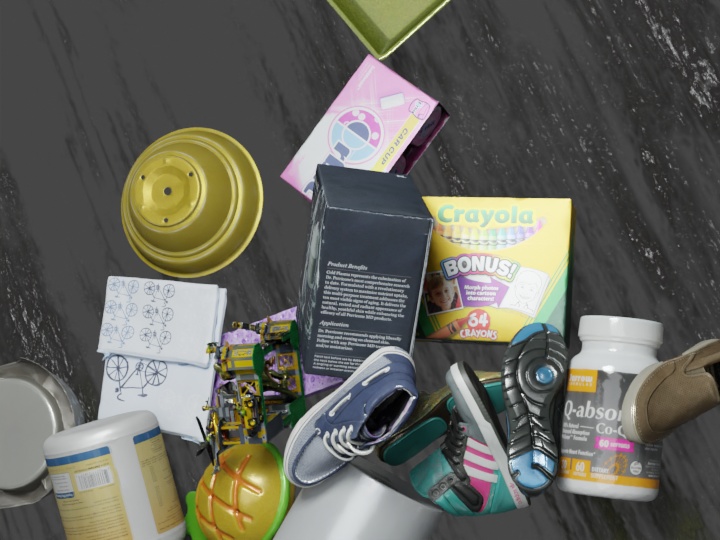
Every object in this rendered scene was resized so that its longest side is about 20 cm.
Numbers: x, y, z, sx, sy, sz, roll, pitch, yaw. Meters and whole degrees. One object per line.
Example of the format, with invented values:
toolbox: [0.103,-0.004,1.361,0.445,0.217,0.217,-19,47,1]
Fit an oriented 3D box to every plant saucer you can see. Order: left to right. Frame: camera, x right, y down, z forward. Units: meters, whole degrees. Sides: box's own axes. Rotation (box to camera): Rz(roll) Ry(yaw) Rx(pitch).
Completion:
plant saucer: [0.045,-0.393,1.732,0.200,0.048,0.200,-41,74,7]

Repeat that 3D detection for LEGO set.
LEGO set: [-0.146,0.136,1.618,0.116,0.200,0.154,-4,106,16]

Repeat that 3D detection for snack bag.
snack bag: [-0.260,0.111,1.740,0.188,0.021,0.200,6,87,31]

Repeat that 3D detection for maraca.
maraca: [-0.154,0.287,1.668,0.200,0.107,0.137,-42,49,31]

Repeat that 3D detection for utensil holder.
utensil holder: [-0.018,0.327,1.587,0.170,0.170,0.200,29,90,18]

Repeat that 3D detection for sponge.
sponge: [-0.124,0.120,1.718,0.200,0.030,0.112,-21,77,13]

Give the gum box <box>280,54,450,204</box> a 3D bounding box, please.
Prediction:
gum box: [0.003,-0.150,1.700,0.113,0.066,0.200,38,94,19]

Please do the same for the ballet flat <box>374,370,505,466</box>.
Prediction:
ballet flat: [0.101,0.161,1.635,0.200,0.071,0.071,-30,75,8]

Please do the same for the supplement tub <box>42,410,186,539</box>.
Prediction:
supplement tub: [-0.296,0.283,1.676,0.145,0.145,0.200,-14,91,14]

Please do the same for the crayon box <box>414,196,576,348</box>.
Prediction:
crayon box: [0.152,0.002,1.639,0.200,0.058,0.173,2,83,16]

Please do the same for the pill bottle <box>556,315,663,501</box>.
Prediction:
pill bottle: [0.287,0.155,1.549,0.116,0.116,0.200,4,84,17]

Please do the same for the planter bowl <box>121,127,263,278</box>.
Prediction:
planter bowl: [-0.232,-0.095,1.753,0.200,0.083,0.201,-3,81,16]

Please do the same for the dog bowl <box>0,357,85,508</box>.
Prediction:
dog bowl: [-0.449,0.213,1.785,0.200,0.059,0.200,-3,81,16]

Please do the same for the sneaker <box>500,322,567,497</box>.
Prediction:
sneaker: [0.192,0.158,1.548,0.073,0.082,0.200,5,68,8]

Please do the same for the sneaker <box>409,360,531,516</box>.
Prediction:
sneaker: [0.108,0.206,1.580,0.121,0.084,0.200,-22,110,8]

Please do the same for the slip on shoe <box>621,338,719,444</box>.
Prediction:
slip on shoe: [0.362,0.130,1.497,0.061,0.200,0.076,-1,106,50]

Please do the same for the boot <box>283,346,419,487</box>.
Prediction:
boot: [-0.014,0.173,1.475,0.073,0.090,0.200,34,106,-15]

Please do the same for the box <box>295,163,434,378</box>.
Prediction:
box: [0.000,0.000,1.570,0.124,0.200,0.197,8,106,-8]
